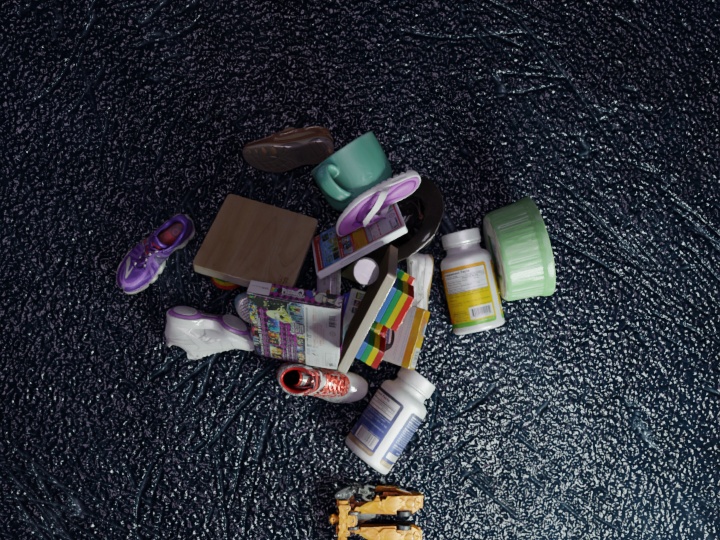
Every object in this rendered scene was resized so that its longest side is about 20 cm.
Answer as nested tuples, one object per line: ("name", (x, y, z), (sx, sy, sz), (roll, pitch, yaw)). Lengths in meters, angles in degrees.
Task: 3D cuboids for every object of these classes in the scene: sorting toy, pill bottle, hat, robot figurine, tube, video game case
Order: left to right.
("sorting toy", (-0.205, -0.036, 1.371), (0.193, 0.071, 0.203), (16, 49, 2))
("video game case", (-0.121, 0.107, 1.306), (0.176, 0.203, 0.036), (9, 50, 5))
("video game case", (-0.007, -0.070, 1.383), (0.196, 0.144, 0.018), (-28, 122, 8))
("tube", (0.000, 0.000, 1.364), (0.057, 0.200, 0.053), (27, 88, -4))
("robot figurine", (0.030, 0.507, 1.411), (0.193, 0.058, 0.150), (3, 86, -5))
("sorting toy", (0.037, 0.078, 1.287), (0.068, 0.199, 0.204), (26, 106, -4))
("pill bottle", (0.065, 0.297, 1.398), (0.110, 0.111, 0.202), (35, 84, -2))
("hat", (0.100, -0.088, 1.431), (0.196, 0.081, 0.206), (-18, 55, 28))
("pill bottle", (0.226, 0.021, 1.427), (0.108, 0.111, 0.206), (-11, 88, -5))

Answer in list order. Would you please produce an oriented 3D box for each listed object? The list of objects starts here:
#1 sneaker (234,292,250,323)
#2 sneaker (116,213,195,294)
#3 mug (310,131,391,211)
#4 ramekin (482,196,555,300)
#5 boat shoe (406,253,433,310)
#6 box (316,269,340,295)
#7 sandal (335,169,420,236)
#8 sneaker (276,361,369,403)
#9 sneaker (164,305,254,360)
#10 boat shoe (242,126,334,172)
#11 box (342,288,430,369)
("sneaker", (-0.170, 0.092, 1.413), (0.198, 0.082, 0.075), (32, 92, -27))
("sneaker", (-0.421, -0.042, 1.388), (0.080, 0.083, 0.201), (41, 85, -1))
("mug", (-0.021, -0.182, 1.389), (0.183, 0.151, 0.116), (-36, 96, -26))
("ramekin", (0.317, -0.038, 1.399), (0.095, 0.200, 0.206), (-14, 88, 2))
("boat shoe", (0.107, 0.064, 1.438), (0.067, 0.071, 0.206), (9, 77, -4))
("box", (-0.067, 0.067, 1.420), (0.040, 0.038, 0.207), (-3, 81, 32))
("sandal", (0.039, -0.127, 1.343), (0.200, 0.083, 0.050), (-36, 60, -5))
("sneaker", (-0.075, 0.232, 1.391), (0.195, 0.108, 0.069), (13, 86, -4))
("sneaker", (-0.303, 0.138, 1.406), (0.194, 0.075, 0.102), (15, 109, -6))
("boat shoe", (-0.149, -0.258, 1.436), (0.193, 0.077, 0.073), (-4, 50, 5))
("box", (0.036, 0.115, 1.407), (0.196, 0.041, 0.122), (15, 86, 30))
